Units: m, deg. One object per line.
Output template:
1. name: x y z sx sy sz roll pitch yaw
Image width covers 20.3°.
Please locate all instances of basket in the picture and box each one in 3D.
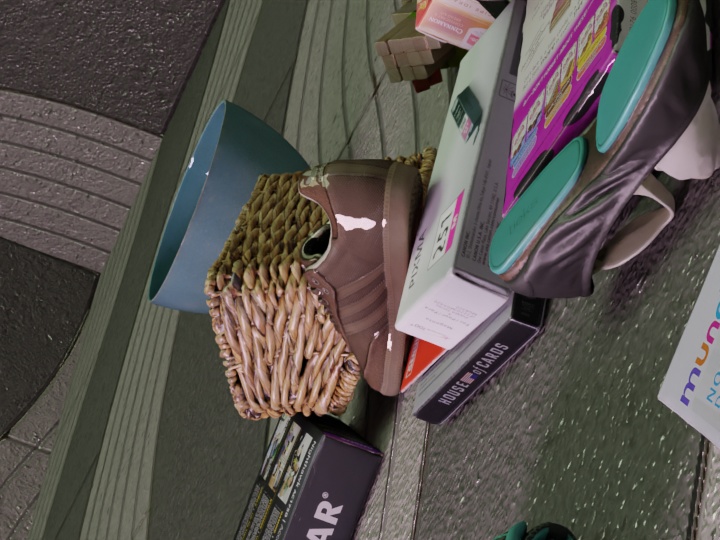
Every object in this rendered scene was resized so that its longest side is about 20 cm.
1. basket: -0.010 0.018 1.459 0.200 0.148 0.144 -69 -31 -62

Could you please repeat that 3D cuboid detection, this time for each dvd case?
1. dvd case: 0.087 -0.021 1.249 0.150 0.025 0.201 129 158 -56

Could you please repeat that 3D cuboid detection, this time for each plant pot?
1. plant pot: -0.103 -0.042 1.886 0.200 0.134 0.202 -159 90 -79

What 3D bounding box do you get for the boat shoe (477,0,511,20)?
1. boat shoe: 0.066 -0.230 1.356 0.073 0.202 0.063 -22 -20 -48

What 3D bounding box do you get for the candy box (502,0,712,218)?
1. candy box: 0.139 -0.130 1.109 0.137 0.061 0.201 122 163 -46

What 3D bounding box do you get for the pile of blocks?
1. pile of blocks: 0.069 -0.188 1.579 0.200 0.081 0.063 -72 -35 -62

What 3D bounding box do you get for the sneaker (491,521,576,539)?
1. sneaker: 0.070 0.159 0.949 0.092 0.077 0.200 -54 14 -6

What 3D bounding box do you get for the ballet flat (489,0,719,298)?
1. ballet flat: 0.133 -0.057 0.987 0.200 0.068 0.068 123 162 -44

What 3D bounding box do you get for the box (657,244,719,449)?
1. box: 0.191 -0.017 0.592 0.177 0.096 0.202 -129 60 -74

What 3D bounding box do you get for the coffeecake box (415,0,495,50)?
1. coffeecake box: 0.113 -0.279 1.454 0.154 0.072 0.201 -85 19 -50

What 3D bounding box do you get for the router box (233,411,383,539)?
1. router box: -0.055 0.205 1.446 0.149 0.051 0.202 -155 86 -77

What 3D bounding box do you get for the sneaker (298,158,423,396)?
1. sneaker: 0.000 0.000 1.287 0.201 0.075 0.071 91 -167 -47

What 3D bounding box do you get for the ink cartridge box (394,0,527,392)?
1. ink cartridge box: 0.061 -0.045 1.250 0.174 0.043 0.202 134 154 -59
